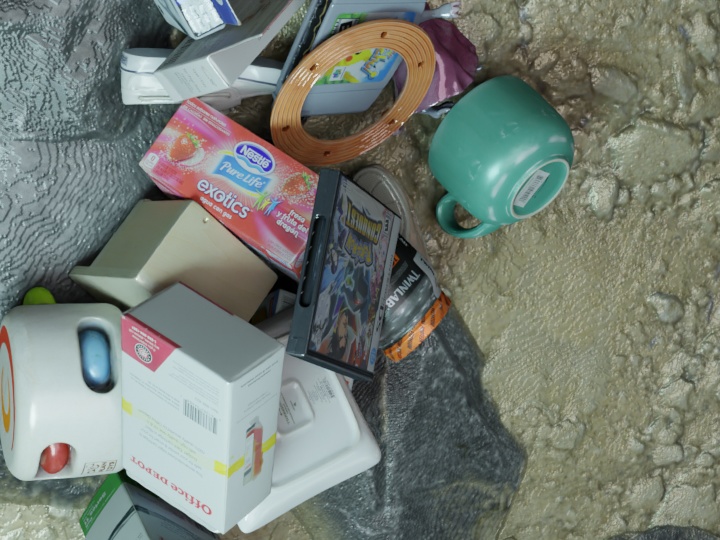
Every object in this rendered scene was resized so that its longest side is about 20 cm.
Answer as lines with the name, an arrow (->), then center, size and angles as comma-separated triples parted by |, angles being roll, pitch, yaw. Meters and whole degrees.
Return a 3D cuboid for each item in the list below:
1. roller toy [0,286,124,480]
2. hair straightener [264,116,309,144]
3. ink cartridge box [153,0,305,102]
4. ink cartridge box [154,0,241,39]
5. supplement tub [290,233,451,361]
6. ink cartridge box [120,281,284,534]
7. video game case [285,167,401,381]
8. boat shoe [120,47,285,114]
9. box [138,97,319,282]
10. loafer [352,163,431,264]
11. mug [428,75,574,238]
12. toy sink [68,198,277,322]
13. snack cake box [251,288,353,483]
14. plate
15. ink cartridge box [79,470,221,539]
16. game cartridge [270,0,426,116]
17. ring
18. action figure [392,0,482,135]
roller toy -> -0.306, 0.129, 1.484 | 0.139, 0.182, 0.202 | -1, 105, -21
hair straightener -> -0.081, -0.145, 1.552 | 0.041, 0.077, 0.200 | 38, 90, 1
ink cartridge box -> -0.095, -0.261, 1.420 | 0.045, 0.176, 0.200 | 53, 52, -25
ink cartridge box -> -0.205, -0.327, 1.388 | 0.040, 0.200, 0.200 | -33, 113, -9
supplement tub -> 0.000, 0.000, 1.572 | 0.200, 0.123, 0.123 | 43, 87, -6
ink cartridge box -> -0.158, 0.135, 1.373 | 0.083, 0.145, 0.201 | -34, 143, -43
video game case -> -0.013, 0.010, 1.413 | 0.025, 0.200, 0.182 | 8, 82, 20
boat shoe -> -0.160, -0.199, 1.512 | 0.199, 0.072, 0.066 | 0, 109, -20
box -> -0.117, -0.083, 1.463 | 0.199, 0.103, 0.095 | 33, 81, 14
loafer -> 0.042, -0.038, 1.647 | 0.071, 0.063, 0.201 | -11, 112, 24
mug -> 0.169, -0.118, 1.609 | 0.151, 0.114, 0.186 | -30, 148, -20
toy sink -> -0.202, 0.002, 1.499 | 0.130, 0.200, 0.112 | 43, 70, -24
snack cake box -> -0.074, 0.136, 1.587 | 0.114, 0.067, 0.201 | 22, 63, -25
plate -> -0.084, 0.152, 1.515 | 0.199, 0.032, 0.201 | -23, 85, -35
ink cartridge box -> -0.220, 0.321, 1.561 | 0.146, 0.200, 0.083 | 36, 91, -25
game cartridge -> -0.006, -0.243, 1.465 | 0.133, 0.041, 0.201 | -13, 145, -39
ring -> -0.009, -0.190, 1.484 | 0.199, 0.019, 0.201 | -23, 148, -15
action figure -> 0.052, -0.279, 1.570 | 0.148, 0.134, 0.200 | -28, 116, 19
